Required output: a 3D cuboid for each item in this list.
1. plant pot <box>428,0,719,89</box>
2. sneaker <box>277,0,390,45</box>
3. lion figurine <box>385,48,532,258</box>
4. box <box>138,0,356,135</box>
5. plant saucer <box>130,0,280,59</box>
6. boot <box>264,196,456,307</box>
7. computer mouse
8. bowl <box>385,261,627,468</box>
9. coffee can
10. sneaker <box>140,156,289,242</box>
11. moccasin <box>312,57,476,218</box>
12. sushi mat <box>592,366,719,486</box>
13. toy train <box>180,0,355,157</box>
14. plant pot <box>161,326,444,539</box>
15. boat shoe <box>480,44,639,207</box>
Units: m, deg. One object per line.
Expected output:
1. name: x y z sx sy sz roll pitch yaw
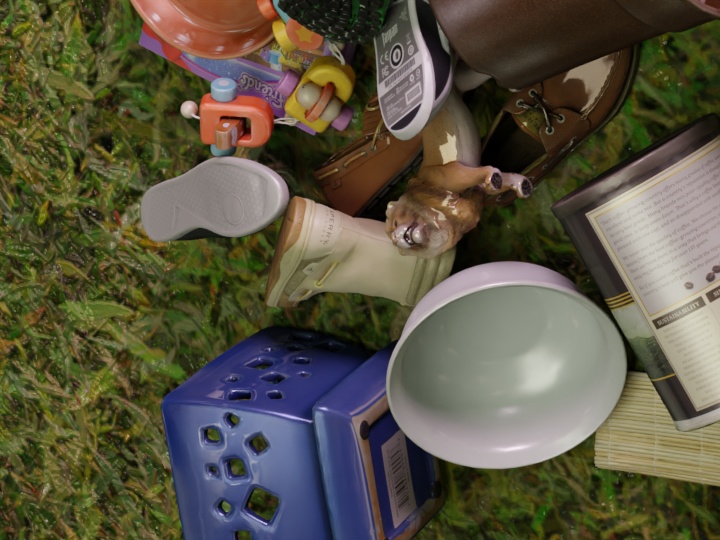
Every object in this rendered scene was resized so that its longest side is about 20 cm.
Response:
1. plant pot: 0.164 -0.239 1.485 0.198 0.200 0.201 -26 93 40
2. sneaker: 0.005 -0.238 1.532 0.078 0.086 0.200 28 150 -20
3. lion figurine: 0.070 -0.110 1.601 0.122 0.072 0.201 -1 89 45
4. box: -0.095 -0.223 1.755 0.199 0.039 0.138 29 120 21
5. plant saucer: -0.124 -0.281 1.709 0.199 0.032 0.202 11 112 28
6. boot: 0.000 0.000 1.750 0.154 0.073 0.200 12 160 -5
7. computer mouse: 0.040 -0.193 1.562 0.110 0.044 0.201 -32 59 51
8. bowl: 0.117 0.062 1.670 0.200 0.091 0.202 -3 128 -3
9. coffee can: 0.257 0.001 1.543 0.146 0.146 0.201 -29 91 37
10. sneaker: -0.103 -0.066 1.775 0.199 0.099 0.071 -9 91 51
11. moccasin: 0.028 -0.124 1.698 0.078 0.074 0.201 45 136 -1
12. sushi mat: 0.284 0.135 1.661 0.199 0.012 0.096 6 110 32
13. toy train: -0.077 -0.169 1.674 0.149 0.056 0.201 9 126 2
14. plant pot: -0.040 0.171 1.779 0.179 0.200 0.201 -2 107 27
15. boat shoe: 0.152 -0.122 1.614 0.072 0.068 0.200 43 125 14
